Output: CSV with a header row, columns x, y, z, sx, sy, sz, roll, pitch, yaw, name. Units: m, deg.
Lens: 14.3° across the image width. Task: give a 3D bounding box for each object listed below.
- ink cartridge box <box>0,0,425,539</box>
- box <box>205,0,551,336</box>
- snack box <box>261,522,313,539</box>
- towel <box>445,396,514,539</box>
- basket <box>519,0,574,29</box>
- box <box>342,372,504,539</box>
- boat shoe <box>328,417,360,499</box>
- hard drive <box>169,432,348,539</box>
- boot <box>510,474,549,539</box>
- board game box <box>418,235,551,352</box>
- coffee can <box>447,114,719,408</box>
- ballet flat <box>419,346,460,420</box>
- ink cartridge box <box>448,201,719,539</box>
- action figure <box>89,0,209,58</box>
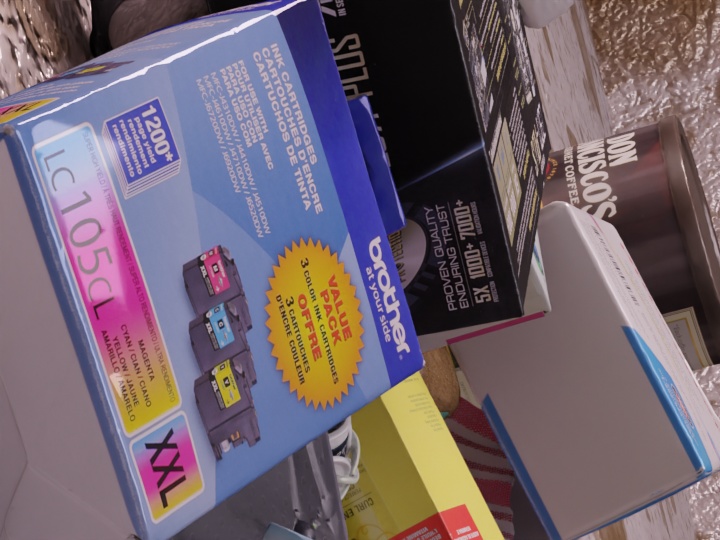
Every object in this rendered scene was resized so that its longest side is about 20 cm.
x,y,z,sx,sy,sz,roll,pitch,yaw,name
-0.058,-0.004,0.913,0.200,0.076,0.137,-33,109,-55,ink cartridge box
0.010,-0.083,1.077,0.200,0.086,0.164,-73,150,-68,box
-0.016,0.177,1.022,0.116,0.037,0.200,-62,156,-15,snack box
0.018,0.088,1.344,0.146,0.030,0.200,38,21,-16,towel
0.072,-0.262,1.364,0.200,0.161,0.198,54,-3,35,basket
0.018,0.119,1.192,0.050,0.075,0.200,-5,68,-64,box
-0.032,0.074,1.108,0.074,0.067,0.200,-94,159,-53,boat shoe
-0.067,0.033,0.996,0.135,0.042,0.200,-23,101,-58,hard drive
0.077,0.179,1.471,0.096,0.074,0.200,78,8,-56,boot
-0.001,-0.053,1.305,0.064,0.147,0.200,60,18,-49,board game box
0.105,0.007,1.651,0.146,0.200,0.146,-15,90,-80,coffee can
0.000,0.000,1.362,0.072,0.068,0.200,23,29,-41,ballet flat
0.110,0.051,1.402,0.145,0.085,0.200,63,10,7,ink cartridge box
-0.078,-0.141,1.193,0.200,0.105,0.194,-18,101,-82,action figure
